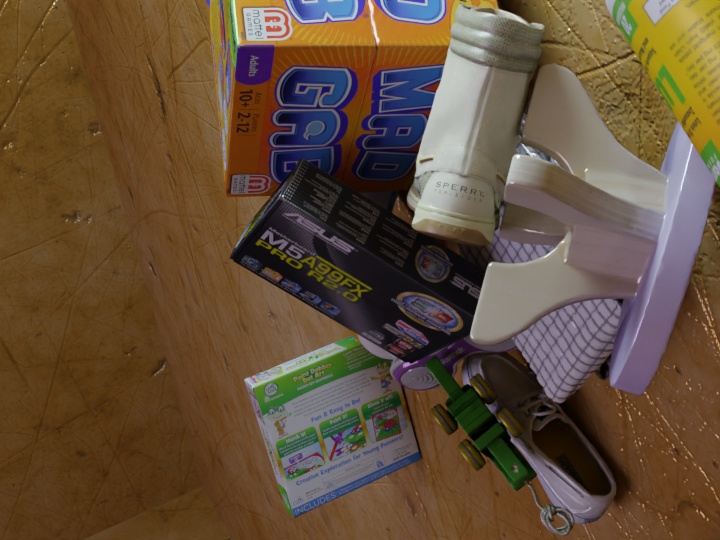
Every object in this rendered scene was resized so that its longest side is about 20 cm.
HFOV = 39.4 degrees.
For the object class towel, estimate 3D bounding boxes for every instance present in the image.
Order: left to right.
[{"bbox_3d":[0.164,-0.018,0.807,0.200,0.086,0.166,59,156,27],"label":"towel"}]

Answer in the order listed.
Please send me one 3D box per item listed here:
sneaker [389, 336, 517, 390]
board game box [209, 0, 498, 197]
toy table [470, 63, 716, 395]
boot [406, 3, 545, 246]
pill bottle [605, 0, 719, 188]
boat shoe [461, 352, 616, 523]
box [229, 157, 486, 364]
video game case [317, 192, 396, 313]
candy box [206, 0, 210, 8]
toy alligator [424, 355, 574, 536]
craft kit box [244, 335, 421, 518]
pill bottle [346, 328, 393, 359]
[{"bbox_3d":[0.103,0.040,0.974,0.200,0.075,0.100,-31,36,38],"label":"sneaker"},{"bbox_3d":[-0.017,-0.199,0.837,0.200,0.200,0.200,110,154,-61],"label":"board game box"},{"bbox_3d":[0.149,-0.033,0.640,0.184,0.117,0.200,81,-154,-71],"label":"toy table"},{"bbox_3d":[0.081,-0.107,0.714,0.200,0.072,0.155,-66,-12,-78],"label":"boot"},{"bbox_3d":[0.225,-0.096,0.528,0.200,0.111,0.111,63,159,15],"label":"pill bottle"},{"bbox_3d":[0.171,0.142,0.955,0.202,0.075,0.086,57,157,24],"label":"boat shoe"},{"bbox_3d":[0.000,0.000,0.865,0.200,0.044,0.160,31,155,-11],"label":"box"},{"bbox_3d":[0.012,-0.071,1.036,0.200,0.045,0.181,106,-179,-59],"label":"video game case"},{"bbox_3d":[-0.131,-0.357,1.104,0.200,0.077,0.169,63,158,14],"label":"candy box"},{"bbox_3d":[0.127,0.163,0.931,0.200,0.059,0.054,51,-178,20],"label":"toy alligator"},{"bbox_3d":[-0.034,0.202,1.355,0.049,0.200,0.198,27,134,63],"label":"craft kit box"},{"bbox_3d":[0.028,0.033,1.155,0.200,0.113,0.113,40,145,52],"label":"pill bottle"}]
